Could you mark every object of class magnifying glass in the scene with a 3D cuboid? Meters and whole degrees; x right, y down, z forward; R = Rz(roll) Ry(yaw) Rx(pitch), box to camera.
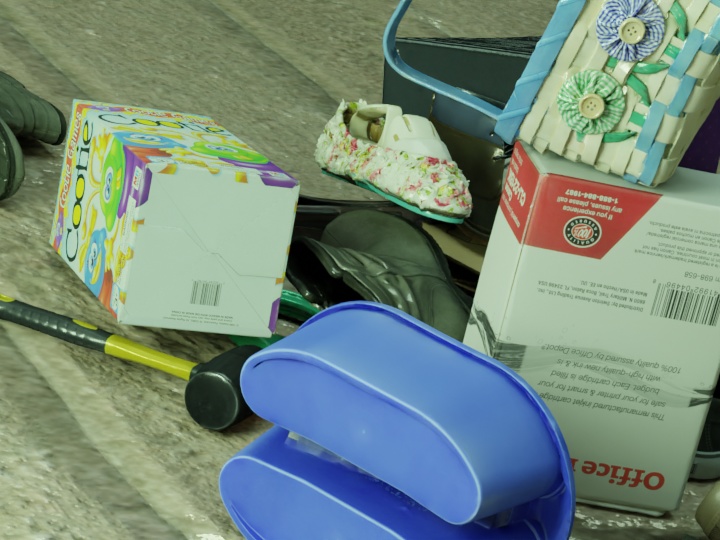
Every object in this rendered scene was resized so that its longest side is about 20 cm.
[{"bbox_3d":[-0.044,0.056,1.513,0.079,0.023,0.200,10,22,-13],"label":"magnifying glass"}]

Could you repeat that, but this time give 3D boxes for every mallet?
[{"bbox_3d":[-0.142,0.045,1.459,0.199,0.041,0.066,21,20,25],"label":"mallet"}]

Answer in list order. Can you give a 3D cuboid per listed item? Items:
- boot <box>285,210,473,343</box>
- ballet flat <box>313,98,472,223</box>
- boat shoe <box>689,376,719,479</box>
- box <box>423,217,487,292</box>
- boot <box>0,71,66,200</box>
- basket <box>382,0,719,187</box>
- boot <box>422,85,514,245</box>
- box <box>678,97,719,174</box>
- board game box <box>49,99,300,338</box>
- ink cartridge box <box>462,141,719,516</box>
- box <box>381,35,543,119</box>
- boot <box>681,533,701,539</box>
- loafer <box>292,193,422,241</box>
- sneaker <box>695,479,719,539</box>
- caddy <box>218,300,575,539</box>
[{"bbox_3d":[0.000,0.000,1.555,0.130,0.068,0.200,23,14,-39],"label":"boot"},{"bbox_3d":[0.021,-0.083,1.661,0.075,0.064,0.200,10,8,-29],"label":"ballet flat"},{"bbox_3d":[0.256,0.085,1.592,0.068,0.057,0.200,23,22,21],"label":"boat shoe"},{"bbox_3d":[0.115,-0.019,1.786,0.199,0.021,0.163,-5,21,-42],"label":"box"},{"bbox_3d":[-0.265,-0.110,1.729,0.130,0.068,0.200,3,25,-43],"label":"boot"},{"bbox_3d":[0.128,-0.158,1.402,0.199,0.177,0.139,31,25,15],"label":"basket"},{"bbox_3d":[0.107,-0.071,1.733,0.074,0.098,0.199,-5,18,-43],"label":"boot"},{"bbox_3d":[0.187,-0.071,1.546,0.039,0.201,0.137,1,25,-18],"label":"box"},{"bbox_3d":[-0.125,-0.037,1.532,0.104,0.104,0.200,6,13,-22],"label":"board game box"},{"bbox_3d":[0.145,0.035,1.448,0.143,0.201,0.084,10,18,-12],"label":"ink cartridge box"},{"bbox_3d":[0.151,-0.121,1.902,0.198,0.124,0.199,-4,12,-43],"label":"box"},{"bbox_3d":[0.225,0.208,1.230,0.157,0.080,0.211,19,21,11],"label":"boot"},{"bbox_3d":[-0.051,-0.045,1.703,0.199,0.063,0.072,15,21,-1],"label":"loafer"},{"bbox_3d":[0.284,0.149,1.466,0.199,0.071,0.076,-15,55,-47],"label":"sneaker"},{"bbox_3d":[0.021,0.102,1.273,0.199,0.142,0.105,27,27,27],"label":"caddy"}]
